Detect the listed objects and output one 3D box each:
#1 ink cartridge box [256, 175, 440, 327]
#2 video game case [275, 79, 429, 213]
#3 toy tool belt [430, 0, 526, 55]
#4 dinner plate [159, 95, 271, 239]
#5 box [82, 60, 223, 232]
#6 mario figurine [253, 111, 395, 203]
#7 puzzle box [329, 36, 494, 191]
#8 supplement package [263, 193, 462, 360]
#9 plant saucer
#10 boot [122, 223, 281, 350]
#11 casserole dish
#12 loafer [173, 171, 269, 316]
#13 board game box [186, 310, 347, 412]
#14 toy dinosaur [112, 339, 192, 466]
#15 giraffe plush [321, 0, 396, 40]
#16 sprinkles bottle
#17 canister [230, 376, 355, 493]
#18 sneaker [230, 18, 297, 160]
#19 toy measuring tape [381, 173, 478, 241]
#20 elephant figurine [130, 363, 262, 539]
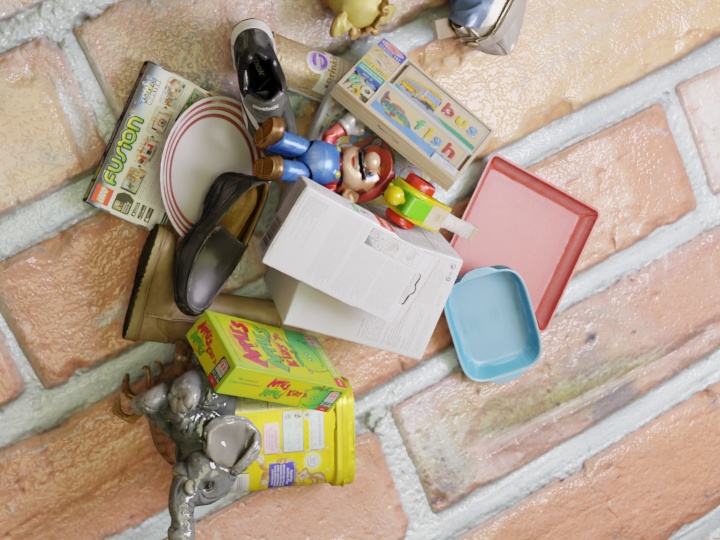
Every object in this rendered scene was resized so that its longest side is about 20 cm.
[{"bbox_3d":[-0.014,-0.022,1.565,0.200,0.050,0.109,27,103,-22],"label":"ink cartridge box"},{"bbox_3d":[0.005,-0.137,1.722,0.182,0.023,0.200,17,112,-20],"label":"video game case"},{"bbox_3d":[0.166,-0.398,1.730,0.123,0.125,0.200,11,92,-29],"label":"toy tool belt"},{"bbox_3d":[-0.190,-0.126,1.654,0.200,0.024,0.201,-13,107,-48],"label":"dinner plate"},{"bbox_3d":[-0.268,-0.158,1.652,0.110,0.035,0.200,25,88,-20],"label":"box"},{"bbox_3d":[-0.031,-0.143,1.620,0.200,0.106,0.124,8,109,-38],"label":"mario figurine"},{"bbox_3d":[0.071,-0.207,1.670,0.200,0.025,0.133,39,47,-2],"label":"puzzle box"},{"bbox_3d":[0.000,0.000,1.689,0.200,0.151,0.152,16,107,-20],"label":"supplement package"},{"bbox_3d":[0.222,-0.039,1.839,0.199,0.037,0.200,26,87,-20],"label":"plant saucer"},{"bbox_3d":[-0.198,0.034,1.679,0.200,0.066,0.175,11,116,-19],"label":"boot"},{"bbox_3d":[0.185,0.071,1.808,0.121,0.039,0.200,-17,120,3],"label":"casserole dish"},{"bbox_3d":[-0.176,-0.036,1.605,0.073,0.072,0.200,31,70,-39],"label":"loafer"},{"bbox_3d":[-0.117,0.118,1.631,0.200,0.102,0.048,17,120,-46],"label":"board game box"},{"bbox_3d":[-0.268,0.186,1.675,0.106,0.060,0.200,14,113,2],"label":"toy dinosaur"},{"bbox_3d":[0.004,-0.394,1.667,0.172,0.200,0.162,-3,127,-22],"label":"giraffe plush"},{"bbox_3d":[-0.067,-0.263,1.693,0.200,0.068,0.068,19,90,-21],"label":"sprinkles bottle"},{"bbox_3d":[-0.114,0.224,1.729,0.200,0.087,0.149,-3,97,-17],"label":"canister"},{"bbox_3d":[-0.121,-0.212,1.618,0.066,0.091,0.200,-13,123,-1],"label":"sneaker"},{"bbox_3d":[0.085,-0.084,1.688,0.200,0.073,0.074,18,91,-55],"label":"toy measuring tape"},{"bbox_3d":[-0.194,0.225,1.598,0.155,0.142,0.200,-26,90,6],"label":"elephant figurine"}]
